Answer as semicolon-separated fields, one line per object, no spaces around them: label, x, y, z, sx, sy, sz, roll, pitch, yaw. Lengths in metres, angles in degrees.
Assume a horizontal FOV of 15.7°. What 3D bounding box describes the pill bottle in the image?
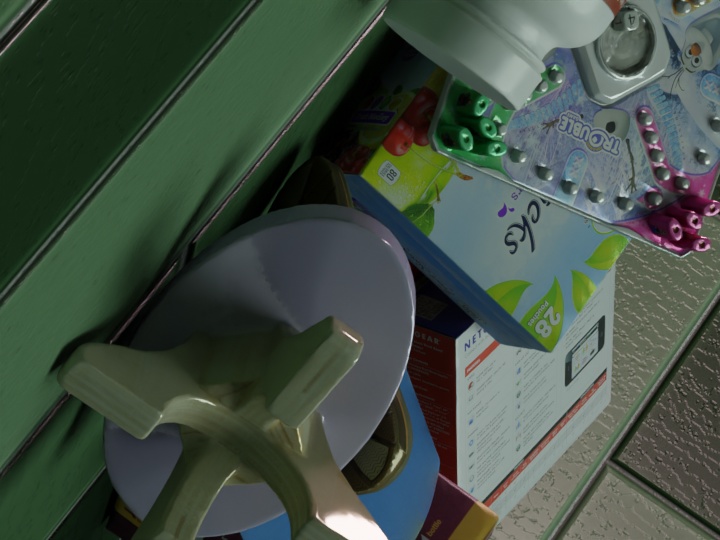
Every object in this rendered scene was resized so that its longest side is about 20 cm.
pill bottle;0.100;-0.185;1.304;0.200;0.112;0.112;-56;173;-1

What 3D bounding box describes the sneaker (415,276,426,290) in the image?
sneaker;0.000;0.000;1.655;0.200;0.078;0.090;-45;-162;9

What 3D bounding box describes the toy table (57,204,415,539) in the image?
toy table;-0.057;0.071;1.264;0.117;0.184;0.200;-80;-164;-65

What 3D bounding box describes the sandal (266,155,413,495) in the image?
sandal;-0.008;0.033;1.389;0.054;0.200;0.080;16;135;-44

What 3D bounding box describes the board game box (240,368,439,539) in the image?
board game box;-0.037;0.086;1.475;0.039;0.200;0.158;-11;-168;47

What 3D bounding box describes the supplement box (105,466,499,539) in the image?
supplement box;-0.037;0.151;1.562;0.103;0.200;0.131;-51;171;-32

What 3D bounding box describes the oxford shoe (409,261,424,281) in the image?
oxford shoe;-0.009;0.028;1.592;0.071;0.072;0.200;-30;142;-54

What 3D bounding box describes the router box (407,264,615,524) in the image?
router box;0.094;0.057;1.653;0.200;0.049;0.180;-41;140;-43

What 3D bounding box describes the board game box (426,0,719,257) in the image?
board game box;0.151;-0.129;1.479;0.026;0.200;0.200;13;-97;57

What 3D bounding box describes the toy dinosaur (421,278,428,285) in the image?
toy dinosaur;0.059;0.001;1.706;0.088;0.047;0.200;-19;-159;41

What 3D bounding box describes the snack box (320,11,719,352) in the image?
snack box;0.097;-0.082;1.511;0.200;0.169;0.068;-53;-155;-13
